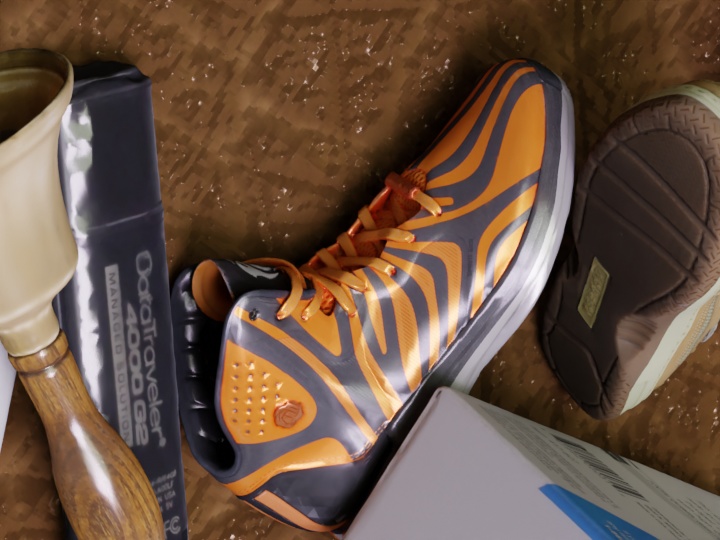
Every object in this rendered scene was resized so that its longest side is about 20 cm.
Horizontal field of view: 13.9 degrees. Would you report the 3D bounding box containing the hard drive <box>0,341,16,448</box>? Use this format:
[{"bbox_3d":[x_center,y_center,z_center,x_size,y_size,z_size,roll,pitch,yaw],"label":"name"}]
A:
[{"bbox_3d":[-0.200,0.086,1.068,0.131,0.026,0.201,9,98,-26],"label":"hard drive"}]

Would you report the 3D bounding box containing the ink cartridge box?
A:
[{"bbox_3d":[0.111,0.135,1.119,0.200,0.146,0.085,24,102,-45],"label":"ink cartridge box"}]

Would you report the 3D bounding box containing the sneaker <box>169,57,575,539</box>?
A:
[{"bbox_3d":[0.000,0.000,1.111,0.112,0.078,0.201,24,91,-28],"label":"sneaker"}]

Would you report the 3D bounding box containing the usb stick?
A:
[{"bbox_3d":[-0.093,0.022,1.097,0.055,0.033,0.201,-19,110,-46],"label":"usb stick"}]

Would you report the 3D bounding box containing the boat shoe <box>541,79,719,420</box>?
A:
[{"bbox_3d":[0.124,-0.018,1.121,0.076,0.200,0.072,-26,72,-22],"label":"boat shoe"}]

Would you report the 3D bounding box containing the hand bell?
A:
[{"bbox_3d":[-0.112,0.035,1.042,0.104,0.104,0.201,-29,115,-16],"label":"hand bell"}]
